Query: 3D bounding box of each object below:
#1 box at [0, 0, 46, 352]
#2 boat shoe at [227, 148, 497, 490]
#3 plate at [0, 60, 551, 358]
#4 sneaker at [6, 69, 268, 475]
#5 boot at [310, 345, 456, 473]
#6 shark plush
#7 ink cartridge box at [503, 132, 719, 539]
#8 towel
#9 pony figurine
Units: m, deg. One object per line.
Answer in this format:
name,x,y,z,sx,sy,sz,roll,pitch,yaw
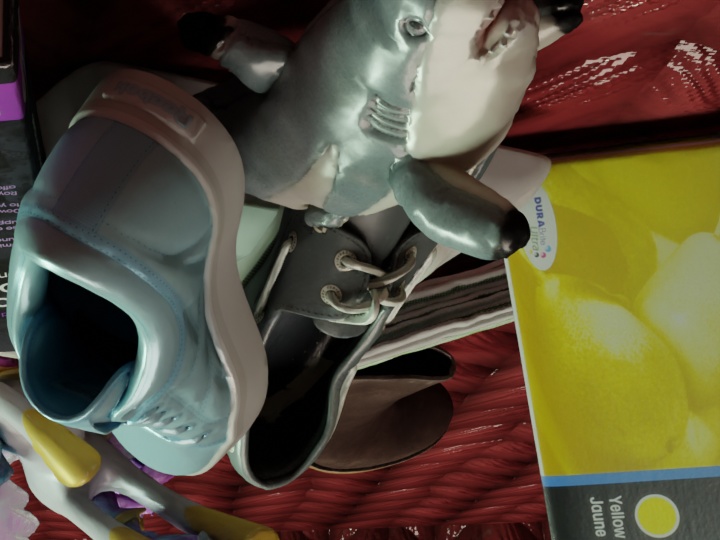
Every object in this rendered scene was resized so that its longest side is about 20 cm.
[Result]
box,-0.170,-0.025,0.847,0.143,0.036,0.200,-2,155,-2
boat shoe,0.000,0.000,0.909,0.073,0.062,0.200,6,139,-31
plate,-0.062,-0.004,0.988,0.200,0.032,0.200,11,151,-34
sneaker,-0.081,0.022,0.847,0.074,0.082,0.200,27,151,19
boot,0.005,0.069,1.484,0.200,0.072,0.166,8,168,-33
shark plush,-0.018,-0.063,0.813,0.083,0.091,0.200,35,160,-36
ink cartridge box,0.161,0.043,1.014,0.200,0.198,0.047,-6,-171,24
towel,0.027,0.022,1.260,0.149,0.031,0.200,-16,177,-15
pony figurine,-0.131,0.080,1.187,0.200,0.167,0.193,26,153,38
